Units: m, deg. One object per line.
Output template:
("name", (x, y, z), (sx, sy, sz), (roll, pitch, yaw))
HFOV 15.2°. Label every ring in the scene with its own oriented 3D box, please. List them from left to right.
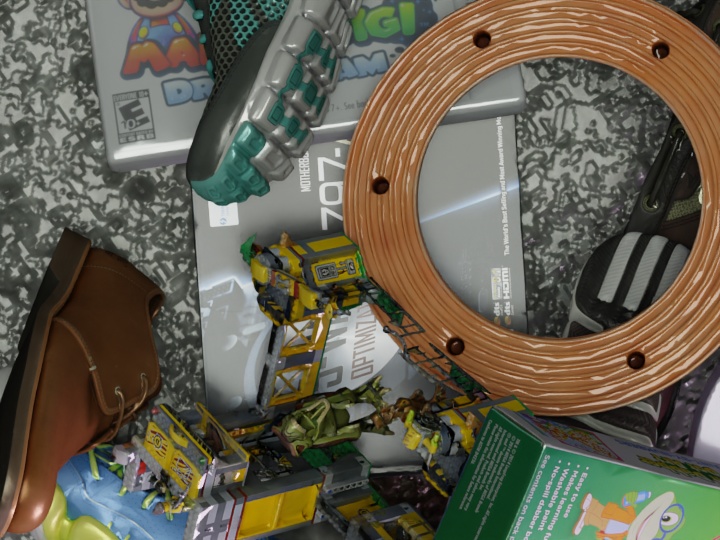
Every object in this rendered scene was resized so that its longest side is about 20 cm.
("ring", (0.091, -0.033, 1.241), (0.200, 0.019, 0.201), (-1, 84, 9))

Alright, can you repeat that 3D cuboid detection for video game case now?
("video game case", (-0.033, -0.149, 1.292), (0.200, 0.024, 0.182), (-8, 77, -2))

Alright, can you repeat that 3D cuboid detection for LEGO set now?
("LEGO set", (-0.025, 0.082, 1.194), (0.116, 0.200, 0.154), (-12, 138, -36))

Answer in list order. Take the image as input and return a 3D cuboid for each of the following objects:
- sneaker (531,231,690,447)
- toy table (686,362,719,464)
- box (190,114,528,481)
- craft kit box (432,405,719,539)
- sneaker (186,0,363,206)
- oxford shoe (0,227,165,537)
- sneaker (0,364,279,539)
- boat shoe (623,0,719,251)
("sneaker", (0.111, 0.089, 1.282), (0.076, 0.116, 0.200), (23, 69, 18))
("toy table", (0.219, 0.119, 1.297), (0.184, 0.117, 0.200), (-8, 95, -1))
("box", (0.000, 0.000, 1.320), (0.160, 0.044, 0.200), (-3, 94, -1))
("craft kit box", (0.099, 0.172, 1.170), (0.197, 0.049, 0.200), (14, 102, -41))
("sneaker", (-0.050, -0.124, 1.247), (0.091, 0.078, 0.200), (15, 71, 16))
("oxford shoe", (-0.129, 0.054, 1.254), (0.071, 0.200, 0.071), (23, 127, -7))
("sneaker", (-0.100, 0.122, 1.304), (0.105, 0.076, 0.200), (-27, 87, 4))
("boat shoe", (0.169, -0.098, 1.302), (0.066, 0.072, 0.201), (11, 89, 5))
